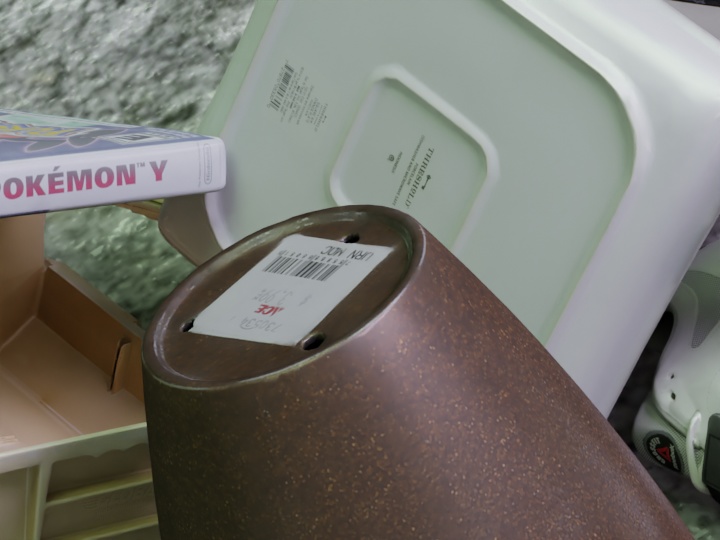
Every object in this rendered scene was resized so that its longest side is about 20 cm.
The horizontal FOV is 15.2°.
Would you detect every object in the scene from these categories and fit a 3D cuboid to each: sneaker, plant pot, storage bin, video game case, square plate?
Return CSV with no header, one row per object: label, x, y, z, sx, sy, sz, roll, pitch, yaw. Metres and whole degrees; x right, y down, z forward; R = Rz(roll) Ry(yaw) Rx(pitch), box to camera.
sneaker,0.144,0.064,0.936,0.088,0.074,0.200,-21,37,3
plant pot,0.014,0.086,0.844,0.186,0.201,0.187,-19,27,10
storage bin,-0.137,0.046,0.984,0.198,0.094,0.200,-10,32,-42
video game case,-0.180,-0.041,0.977,0.182,0.023,0.200,-9,14,-41
square plate,0.023,-0.034,0.935,0.198,0.200,0.028,39,32,22

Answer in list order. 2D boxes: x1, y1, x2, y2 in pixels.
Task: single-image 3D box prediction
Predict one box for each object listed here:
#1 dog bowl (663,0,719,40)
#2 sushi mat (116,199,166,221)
dog bowl,0.082,-0.081,1.014,0.200,0.200,0.074,15,101,31
sushi mat,0.000,0.000,1.037,0.199,0.096,0.012,17,88,33
